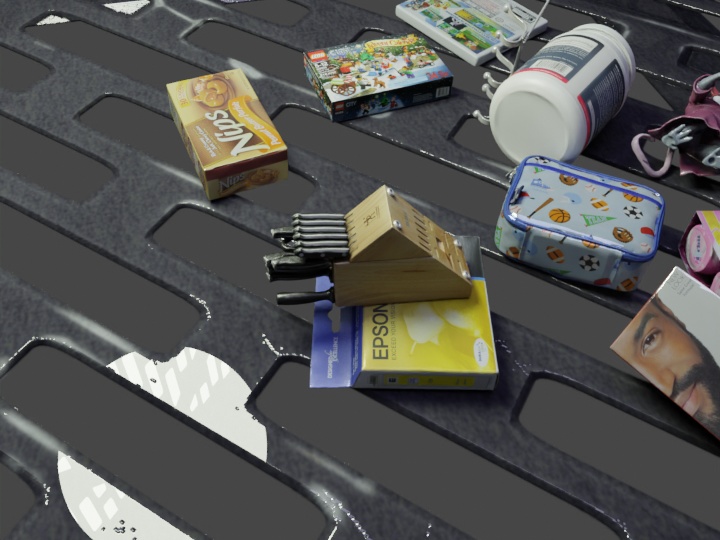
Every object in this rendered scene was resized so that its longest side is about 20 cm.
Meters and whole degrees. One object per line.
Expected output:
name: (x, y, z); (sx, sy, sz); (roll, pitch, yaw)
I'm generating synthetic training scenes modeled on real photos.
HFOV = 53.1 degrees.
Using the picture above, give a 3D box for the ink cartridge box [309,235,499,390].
ink cartridge box: (0.045, 0.040, 0.808); (0.195, 0.047, 0.200); (2, 49, -2)

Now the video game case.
video game case: (0.190, -0.434, 1.239); (0.181, 0.022, 0.200); (-32, 58, -26)

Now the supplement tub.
supplement tub: (0.281, -0.240, 0.992); (0.139, 0.142, 0.200); (31, 53, 23)

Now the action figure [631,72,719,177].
action figure: (0.483, -0.195, 1.014); (0.147, 0.135, 0.201); (-22, 20, 37)

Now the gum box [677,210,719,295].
gum box: (0.456, 0.025, 0.817); (0.111, 0.067, 0.203); (0, 49, -3)

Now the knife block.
knife block: (0.000, 0.000, 0.785); (0.199, 0.175, 0.065); (31, 35, -35)

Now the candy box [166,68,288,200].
candy box: (-0.185, -0.193, 0.993); (0.113, 0.056, 0.202); (-18, 52, -17)

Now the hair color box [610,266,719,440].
hair color box: (0.365, 0.103, 0.715); (0.200, 0.064, 0.112); (43, 103, 31)

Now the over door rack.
over door rack: (0.236, -0.326, 1.064); (0.066, 0.149, 0.200); (33, 56, 18)

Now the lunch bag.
lunch bag: (0.267, -0.067, 0.888); (0.197, 0.076, 0.161); (21, 49, 14)

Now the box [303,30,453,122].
box: (0.025, -0.301, 1.106); (0.196, 0.038, 0.138); (-16, 51, -15)
